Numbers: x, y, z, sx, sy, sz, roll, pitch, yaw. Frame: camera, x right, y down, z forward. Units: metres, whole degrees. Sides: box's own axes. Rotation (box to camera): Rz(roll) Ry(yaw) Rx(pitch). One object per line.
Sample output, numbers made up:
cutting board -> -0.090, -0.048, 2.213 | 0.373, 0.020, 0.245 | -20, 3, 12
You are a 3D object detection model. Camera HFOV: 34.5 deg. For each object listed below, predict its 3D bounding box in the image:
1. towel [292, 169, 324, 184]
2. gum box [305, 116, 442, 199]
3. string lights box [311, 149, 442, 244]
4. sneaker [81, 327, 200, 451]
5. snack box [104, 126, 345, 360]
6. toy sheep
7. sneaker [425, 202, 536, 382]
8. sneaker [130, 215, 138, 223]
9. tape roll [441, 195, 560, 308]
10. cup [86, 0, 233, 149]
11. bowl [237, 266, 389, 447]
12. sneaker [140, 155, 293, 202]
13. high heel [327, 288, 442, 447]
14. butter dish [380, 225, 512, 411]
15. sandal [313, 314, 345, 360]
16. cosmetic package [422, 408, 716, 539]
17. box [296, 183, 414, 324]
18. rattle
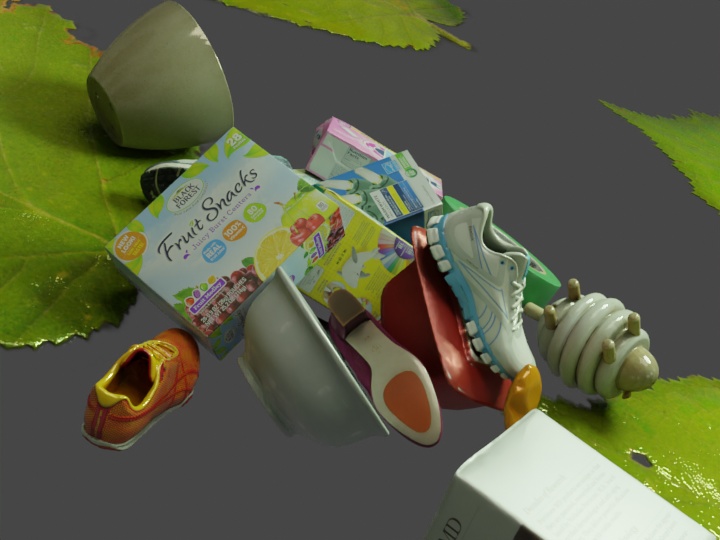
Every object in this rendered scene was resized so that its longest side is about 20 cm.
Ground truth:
towel -> -0.068, -0.069, 1.544 | 0.170, 0.048, 0.200 | -8, 41, -43
gum box -> 0.017, -0.140, 1.658 | 0.199, 0.066, 0.114 | 30, 16, -6
string lights box -> -0.010, -0.063, 1.417 | 0.199, 0.059, 0.103 | -21, 54, -14
sneaker -> -0.200, 0.101, 1.121 | 0.073, 0.078, 0.200 | 23, 25, 3
snack box -> -0.144, -0.032, 1.246 | 0.168, 0.068, 0.200 | 38, 71, 24
toy sheep -> 0.286, 0.087, 1.448 | 0.137, 0.139, 0.200 | -9, 36, -45
sneaker -> 0.146, 0.022, 1.210 | 0.201, 0.086, 0.075 | 63, 25, -5
sneaker -> -0.186, -0.032, 1.368 | 0.088, 0.082, 0.199 | 37, 39, 23
tape roll -> 0.180, -0.023, 1.575 | 0.200, 0.048, 0.201 | 35, 13, -9
cup -> -0.283, -0.244, 1.565 | 0.143, 0.201, 0.200 | -28, 51, -23
bowl -> -0.061, 0.103, 1.161 | 0.202, 0.090, 0.201 | 56, -3, 5
sneaker -> -0.179, -0.114, 1.479 | 0.198, 0.078, 0.087 | 1, 32, -6
high heel -> 0.030, 0.111, 1.229 | 0.067, 0.096, 0.201 | -28, 64, -5
butter dish -> 0.084, 0.080, 1.304 | 0.200, 0.147, 0.201 | 23, 47, -52
sandal -> -0.103, 0.059, 1.310 | 0.199, 0.045, 0.075 | 30, 30, -19
cosmetic package -> 0.168, 0.263, 1.017 | 0.199, 0.166, 0.165 | 34, 30, 21
box -> 0.000, 0.000, 1.349 | 0.199, 0.118, 0.048 | 33, -1, -24
rattle -> 0.207, 0.217, 1.163 | 0.130, 0.143, 0.200 | 26, 15, -35
